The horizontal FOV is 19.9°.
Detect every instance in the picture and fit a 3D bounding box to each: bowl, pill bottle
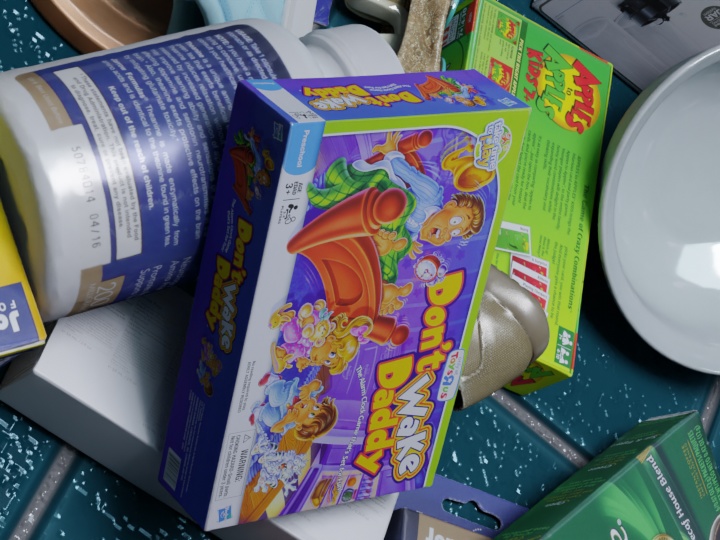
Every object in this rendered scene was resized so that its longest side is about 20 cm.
[{"bbox_3d":[0.217,-0.048,1.199,0.199,0.090,0.203,-5,109,-14],"label":"bowl"},{"bbox_3d":[-0.077,-0.053,0.942,0.198,0.111,0.112,-17,83,-29],"label":"pill bottle"}]

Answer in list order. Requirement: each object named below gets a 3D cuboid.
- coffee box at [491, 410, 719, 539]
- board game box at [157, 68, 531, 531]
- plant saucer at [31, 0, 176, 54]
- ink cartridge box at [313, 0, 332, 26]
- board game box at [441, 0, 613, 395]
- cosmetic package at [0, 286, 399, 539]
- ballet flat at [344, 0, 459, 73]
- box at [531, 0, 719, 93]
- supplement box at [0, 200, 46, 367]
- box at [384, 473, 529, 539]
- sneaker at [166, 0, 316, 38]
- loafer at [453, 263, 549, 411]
[{"bbox_3d":[0.139,0.167,1.083,0.199,0.044,0.124,-27,99,-50],"label":"coffee box"},{"bbox_3d":[-0.009,0.012,0.927,0.133,0.045,0.202,-7,122,-37],"label":"board game box"},{"bbox_3d":[-0.101,-0.194,1.091,0.199,0.032,0.202,13,66,-30],"label":"plant saucer"},{"bbox_3d":[-0.052,-0.252,1.049,0.199,0.040,0.202,20,80,-42],"label":"ink cartridge box"},{"bbox_3d":[0.079,-0.044,1.151,0.101,0.047,0.202,24,61,-26],"label":"board game box"},{"bbox_3d":[-0.073,0.075,1.000,0.199,0.051,0.083,36,56,-19],"label":"cosmetic package"},{"bbox_3d":[0.020,-0.131,1.133,0.065,0.071,0.202,18,59,-12],"label":"ballet flat"},{"bbox_3d":[0.217,-0.145,1.242,0.199,0.116,0.061,36,56,-20],"label":"box"},{"bbox_3d":[-0.233,-0.037,0.892,0.109,0.109,0.202,-15,82,-37],"label":"supplement box"},{"bbox_3d":[0.054,0.204,1.055,0.120,0.032,0.202,22,61,-27],"label":"box"},{"bbox_3d":[-0.063,-0.166,0.999,0.081,0.074,0.202,-8,119,-29],"label":"sneaker"},{"bbox_3d":[0.000,0.000,1.033,0.199,0.076,0.068,30,59,11],"label":"loafer"}]
